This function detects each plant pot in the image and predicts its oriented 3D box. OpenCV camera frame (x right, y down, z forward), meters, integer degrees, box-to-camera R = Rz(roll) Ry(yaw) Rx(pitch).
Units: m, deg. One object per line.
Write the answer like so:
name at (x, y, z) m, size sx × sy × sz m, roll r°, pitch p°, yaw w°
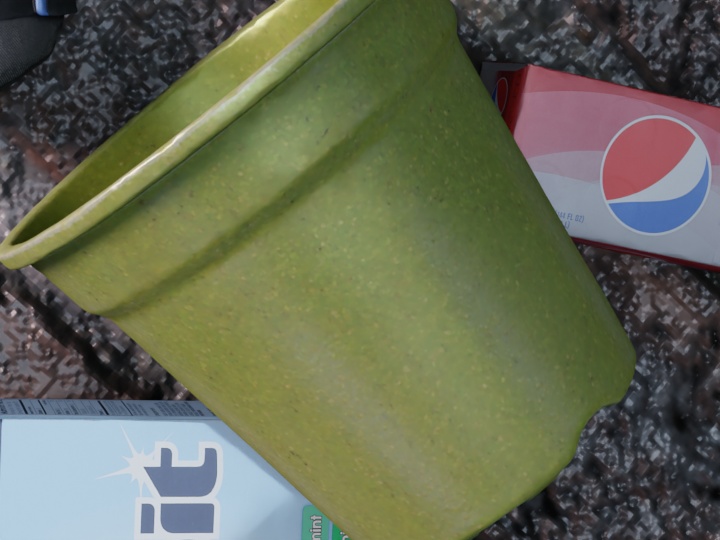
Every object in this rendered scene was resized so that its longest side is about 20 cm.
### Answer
plant pot at (0.000, 0.000, 0.744) m, size 0.200 × 0.200 × 0.184 m, roll -41°, pitch 101°, yaw -7°

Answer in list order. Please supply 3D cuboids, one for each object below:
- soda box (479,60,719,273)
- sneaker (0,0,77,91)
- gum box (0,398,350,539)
soda box at (0.145, -0.037, 0.855) m, size 0.199 × 0.063 × 0.070 m, roll 11°, pitch 93°, yaw -15°
sneaker at (-0.203, -0.090, 0.751) m, size 0.199 × 0.073 × 0.112 m, roll -19°, pitch 99°, yaw -13°
gum box at (-0.082, 0.140, 0.824) m, size 0.199 × 0.045 × 0.171 m, roll 2°, pitch 96°, yaw -14°
